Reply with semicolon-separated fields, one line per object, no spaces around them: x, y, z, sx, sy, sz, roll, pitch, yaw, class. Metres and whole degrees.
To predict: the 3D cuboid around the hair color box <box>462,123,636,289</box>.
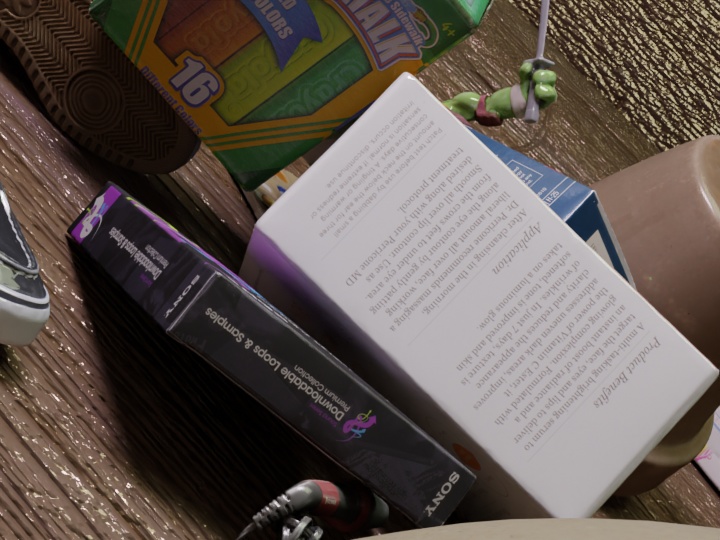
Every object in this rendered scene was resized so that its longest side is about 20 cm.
0.059;-0.031;1.305;0.200;0.061;0.100;30;-23;42;hair color box

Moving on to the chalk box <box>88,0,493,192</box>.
-0.008;-0.156;1.105;0.124;0.200;0.124;48;31;-13;chalk box

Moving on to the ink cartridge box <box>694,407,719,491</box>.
0.317;0.111;1.718;0.125;0.129;0.200;28;19;-49;ink cartridge box

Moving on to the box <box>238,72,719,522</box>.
0.049;0.027;1.093;0.200;0.106;0.152;44;-13;3;box

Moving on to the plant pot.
0.179;0.010;1.389;0.200;0.175;0.201;30;38;-27;plant pot

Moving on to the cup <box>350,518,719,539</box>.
0.014;0.147;0.589;0.143;0.201;0.200;16;15;-1;cup

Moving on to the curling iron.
-0.015;0.101;0.929;0.026;0.050;0.200;46;8;9;curling iron

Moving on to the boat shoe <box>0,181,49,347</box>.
-0.175;-0.059;0.877;0.200;0.068;0.072;49;14;22;boat shoe

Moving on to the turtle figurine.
0.066;-0.102;1.534;0.144;0.200;0.194;10;38;-44;turtle figurine

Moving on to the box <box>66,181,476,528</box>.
-0.042;0.032;0.967;0.143;0.036;0.200;39;0;-22;box

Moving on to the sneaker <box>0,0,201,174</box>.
-0.146;-0.130;1.194;0.200;0.071;0.112;43;16;7;sneaker

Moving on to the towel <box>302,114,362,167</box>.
0.031;-0.019;1.258;0.200;0.023;0.152;51;-17;-15;towel

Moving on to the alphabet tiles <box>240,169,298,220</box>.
0.000;0.000;1.373;0.200;0.006;0.167;34;17;-38;alphabet tiles
